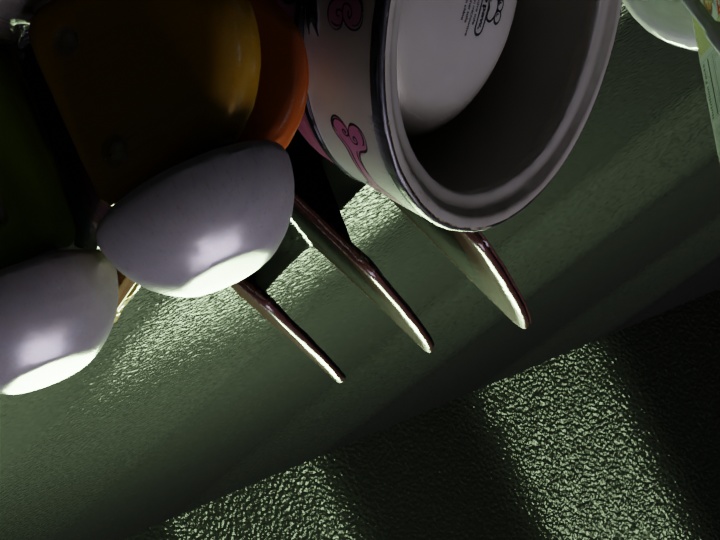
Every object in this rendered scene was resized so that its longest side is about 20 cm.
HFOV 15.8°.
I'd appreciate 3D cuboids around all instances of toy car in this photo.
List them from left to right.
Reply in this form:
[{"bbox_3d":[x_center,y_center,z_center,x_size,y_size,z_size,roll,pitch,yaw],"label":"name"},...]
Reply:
[{"bbox_3d":[-0.111,-0.055,1.076,0.199,0.176,0.150,-29,167,19],"label":"toy car"}]

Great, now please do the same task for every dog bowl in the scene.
[{"bbox_3d":[0.037,-0.122,1.135,0.073,0.201,0.200,15,-164,32],"label":"dog bowl"}]

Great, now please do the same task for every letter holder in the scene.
[{"bbox_3d":[0.000,0.000,1.287,0.101,0.142,0.200,-46,164,-3],"label":"letter holder"}]

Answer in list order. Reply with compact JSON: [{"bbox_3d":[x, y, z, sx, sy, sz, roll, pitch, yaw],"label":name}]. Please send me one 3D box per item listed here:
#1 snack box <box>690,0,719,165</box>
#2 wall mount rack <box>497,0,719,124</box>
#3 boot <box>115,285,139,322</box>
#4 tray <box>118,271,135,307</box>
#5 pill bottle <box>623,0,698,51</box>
[{"bbox_3d":[0.196,-0.155,1.282,0.037,0.201,0.116,-6,166,-14],"label":"snack box"},{"bbox_3d":[0.085,-0.138,1.293,0.199,0.075,0.173,-21,-156,-27],"label":"wall mount rack"},{"bbox_3d":[-0.109,-0.033,1.545,0.155,0.073,0.200,-22,161,-19],"label":"boot"},{"bbox_3d":[-0.157,-0.026,1.377,0.037,0.098,0.200,-61,-174,-25],"label":"tray"},{"bbox_3d":[0.227,-0.181,1.491,0.116,0.117,0.200,-30,171,24],"label":"pill bottle"}]
